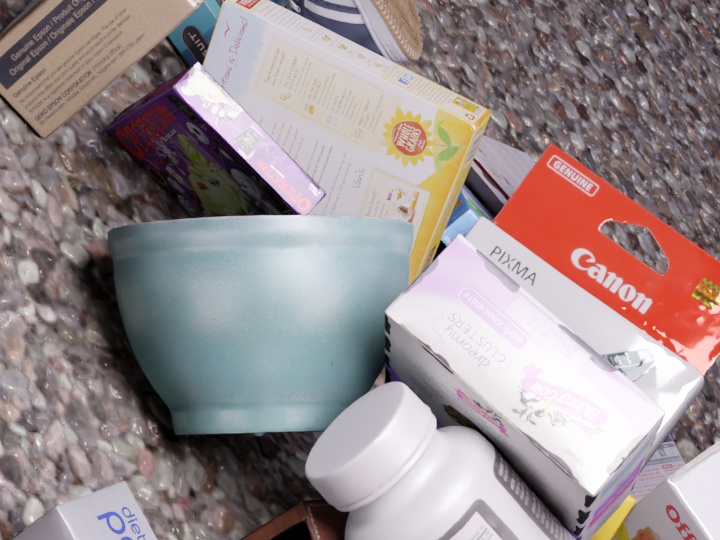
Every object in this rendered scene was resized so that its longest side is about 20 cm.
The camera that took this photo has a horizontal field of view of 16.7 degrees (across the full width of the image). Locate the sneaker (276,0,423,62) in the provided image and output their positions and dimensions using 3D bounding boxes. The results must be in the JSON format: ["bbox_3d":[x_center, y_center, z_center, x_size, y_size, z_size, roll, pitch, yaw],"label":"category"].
[{"bbox_3d":[-0.037,-0.217,1.793,0.200,0.108,0.070,58,33,-46],"label":"sneaker"}]

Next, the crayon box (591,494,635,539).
[{"bbox_3d":[0.120,0.138,1.721,0.125,0.052,0.200,34,2,-4],"label":"crayon box"}]

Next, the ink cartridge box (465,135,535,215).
[{"bbox_3d":[0.126,-0.043,1.957,0.161,0.050,0.200,50,18,25],"label":"ink cartridge box"}]

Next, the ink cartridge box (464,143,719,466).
[{"bbox_3d":[0.162,0.025,1.751,0.199,0.174,0.044,36,-8,13],"label":"ink cartridge box"}]

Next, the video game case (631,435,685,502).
[{"bbox_3d":[0.191,0.139,1.964,0.199,0.023,0.183,-2,62,-53],"label":"video game case"}]

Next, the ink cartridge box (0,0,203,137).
[{"bbox_3d":[-0.156,-0.200,1.685,0.075,0.164,0.200,46,31,-11],"label":"ink cartridge box"}]

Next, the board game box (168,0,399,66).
[{"bbox_3d":[-0.061,-0.176,1.903,0.151,0.047,0.200,55,31,0],"label":"board game box"}]

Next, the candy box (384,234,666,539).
[{"bbox_3d":[0.097,0.084,1.529,0.168,0.072,0.200,42,-13,12],"label":"candy box"}]

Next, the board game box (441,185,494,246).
[{"bbox_3d":[0.114,0.002,1.901,0.151,0.037,0.200,48,5,-9],"label":"board game box"}]

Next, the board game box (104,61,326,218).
[{"bbox_3d":[-0.100,-0.073,1.634,0.032,0.200,0.120,-43,99,-16],"label":"board game box"}]

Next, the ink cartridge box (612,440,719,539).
[{"bbox_3d":[0.238,0.219,1.709,0.083,0.200,0.146,-29,77,-32],"label":"ink cartridge box"}]

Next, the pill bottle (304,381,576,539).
[{"bbox_3d":[0.060,0.166,1.486,0.200,0.110,0.111,48,31,-16],"label":"pill bottle"}]

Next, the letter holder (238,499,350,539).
[{"bbox_3d":[0.015,0.228,1.567,0.199,0.100,0.143,4,59,-52],"label":"letter holder"}]

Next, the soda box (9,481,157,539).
[{"bbox_3d":[-0.126,0.227,1.409,0.068,0.063,0.201,-15,72,-57],"label":"soda box"}]

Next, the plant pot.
[{"bbox_3d":[-0.063,0.040,1.582,0.200,0.199,0.135,4,84,-52],"label":"plant pot"}]

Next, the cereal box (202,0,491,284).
[{"bbox_3d":[-0.024,-0.090,1.707,0.199,0.145,0.040,28,31,10],"label":"cereal box"}]
